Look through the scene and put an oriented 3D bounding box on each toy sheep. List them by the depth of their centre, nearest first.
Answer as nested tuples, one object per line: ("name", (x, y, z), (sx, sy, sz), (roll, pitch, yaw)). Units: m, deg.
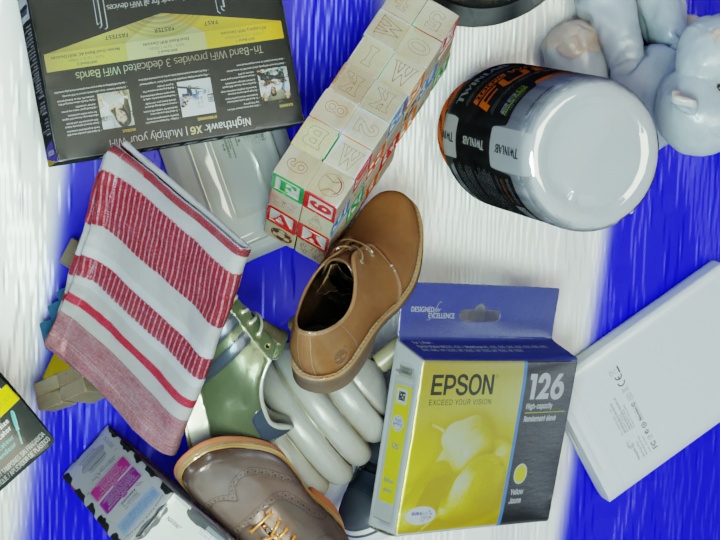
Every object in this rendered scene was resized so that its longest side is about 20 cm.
("toy sheep", (-0.044, 0.117, 1.555), (0.200, 0.138, 0.138), (-34, 111, 5))

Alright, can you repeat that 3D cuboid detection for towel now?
("towel", (-0.160, 0.023, 1.410), (0.023, 0.144, 0.200), (-24, 145, -47))

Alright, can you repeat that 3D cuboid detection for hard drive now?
("hard drive", (0.273, 0.100, 1.736), (0.200, 0.027, 0.132), (-34, 110, -12))

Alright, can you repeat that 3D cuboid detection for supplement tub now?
("supplement tub", (0.144, -0.104, 1.550), (0.122, 0.200, 0.123), (-4, 101, -21))

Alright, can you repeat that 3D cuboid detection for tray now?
("tray", (-0.107, -0.102, 1.546), (0.107, 0.022, 0.200), (-24, 108, -17))

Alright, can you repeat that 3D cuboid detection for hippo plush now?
("hippo plush", (0.249, -0.159, 1.603), (0.159, 0.161, 0.200), (27, 89, -24))

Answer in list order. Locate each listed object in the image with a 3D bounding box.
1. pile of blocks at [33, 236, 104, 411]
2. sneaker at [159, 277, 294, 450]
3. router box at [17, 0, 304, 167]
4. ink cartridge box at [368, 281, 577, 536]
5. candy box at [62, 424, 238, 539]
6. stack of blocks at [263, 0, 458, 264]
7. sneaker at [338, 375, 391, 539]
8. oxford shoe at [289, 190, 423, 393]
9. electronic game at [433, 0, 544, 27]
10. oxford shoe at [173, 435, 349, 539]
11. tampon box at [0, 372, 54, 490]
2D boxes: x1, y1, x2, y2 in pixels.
("pile of blocks", (-0.199, 0.022, 1.521), (0.200, 0.082, 0.062), (-58, 157, 7))
("sneaker", (-0.101, 0.046, 1.456), (0.090, 0.067, 0.201), (-9, 104, -3))
("router box", (-0.155, -0.173, 1.477), (0.200, 0.052, 0.158), (-10, 91, -17))
("ink cartridge box", (0.100, 0.114, 1.582), (0.197, 0.047, 0.200), (2, 101, -44))
("candy box", (-0.146, 0.206, 1.491), (0.136, 0.200, 0.061), (44, 82, -22))
("stack of blocks", (0.001, -0.116, 1.526), (0.059, 0.115, 0.200), (29, 68, 6))
("sneaker", (0.039, 0.137, 1.619), (0.200, 0.078, 0.079), (-49, 125, -18))
("oxford shoe", (0.000, 0.000, 1.485), (0.071, 0.071, 0.200), (80, 27, -44))
("electronic game", (0.099, -0.301, 1.581), (0.200, 0.042, 0.200), (-5, 108, -16))
("oxford shoe", (-0.065, 0.188, 1.465), (0.071, 0.073, 0.200), (-42, 135, 11))
("tampon box", (-0.356, 0.092, 1.424), (0.150, 0.126, 0.200), (-43, 112, -10))
